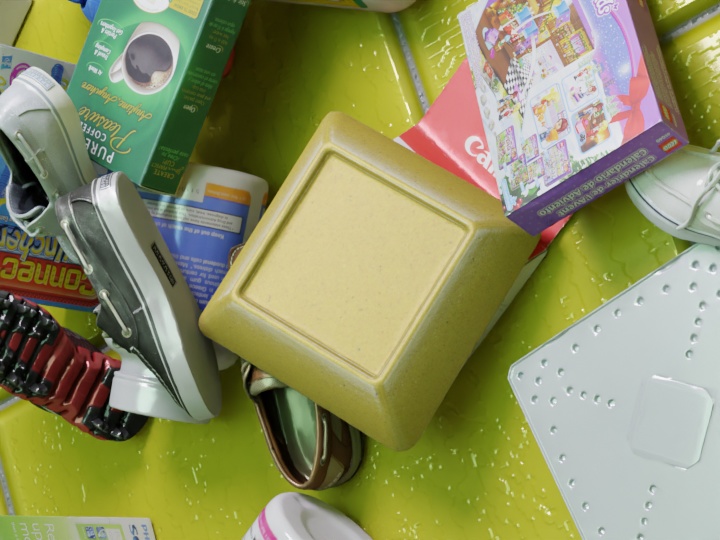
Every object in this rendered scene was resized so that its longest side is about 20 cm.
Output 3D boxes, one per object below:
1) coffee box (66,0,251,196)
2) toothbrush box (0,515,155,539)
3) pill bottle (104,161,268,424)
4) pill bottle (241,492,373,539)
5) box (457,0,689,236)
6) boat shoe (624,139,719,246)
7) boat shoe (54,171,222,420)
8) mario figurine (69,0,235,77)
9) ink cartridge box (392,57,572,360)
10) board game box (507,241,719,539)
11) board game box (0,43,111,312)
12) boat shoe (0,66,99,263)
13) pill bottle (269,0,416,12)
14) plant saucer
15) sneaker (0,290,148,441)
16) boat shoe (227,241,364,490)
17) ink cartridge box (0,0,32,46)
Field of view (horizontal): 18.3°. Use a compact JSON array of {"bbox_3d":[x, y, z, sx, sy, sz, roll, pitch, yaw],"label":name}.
[{"bbox_3d":[-0.157,-0.170,1.718,0.123,0.044,0.201,26,97,40],"label":"coffee box"},{"bbox_3d":[-0.237,0.273,1.747,0.086,0.200,0.146,-26,70,26],"label":"toothbrush box"},{"bbox_3d":[-0.143,0.016,1.772,0.112,0.112,0.201,10,88,34],"label":"pill bottle"},{"bbox_3d":[-0.074,0.277,1.691,0.113,0.113,0.200,45,107,29],"label":"pill bottle"},{"bbox_3d":[0.150,-0.140,1.609,0.137,0.039,0.201,-32,48,27],"label":"box"},{"bbox_3d":[0.261,-0.052,1.518,0.202,0.086,0.075,33,66,33],"label":"boat shoe"},{"bbox_3d":[-0.166,0.026,1.683,0.063,0.071,0.201,-22,98,16],"label":"boat shoe"},{"bbox_3d":[-0.196,-0.203,1.839,0.199,0.106,0.124,27,72,11],"label":"mario figurine"},{"bbox_3d":[0.063,-0.041,1.685,0.161,0.050,0.200,45,110,29],"label":"ink cartridge box"},{"bbox_3d":[0.223,0.107,1.572,0.200,0.026,0.201,-35,66,25],"label":"board game box"},{"bbox_3d":[-0.265,-0.074,1.811,0.056,0.200,0.197,16,93,37],"label":"board game box"},{"bbox_3d":[-0.244,-0.066,1.717,0.070,0.201,0.071,33,62,33],"label":"boat shoe"},{"bbox_3d":[-0.048,-0.265,1.748,0.199,0.113,0.113,10,89,34],"label":"pill bottle"},{"bbox_3d":[0.000,0.000,1.643,0.200,0.048,0.200,30,85,21],"label":"plant saucer"},{"bbox_3d":[-0.260,0.071,1.804,0.098,0.200,0.071,21,78,48],"label":"sneaker"},{"bbox_3d":[-0.054,0.073,1.702,0.075,0.074,0.201,-20,90,26],"label":"boat shoe"},{"bbox_3d":[-0.407,-0.226,1.995,0.200,0.083,0.146,32,102,32],"label":"ink cartridge box"}]
